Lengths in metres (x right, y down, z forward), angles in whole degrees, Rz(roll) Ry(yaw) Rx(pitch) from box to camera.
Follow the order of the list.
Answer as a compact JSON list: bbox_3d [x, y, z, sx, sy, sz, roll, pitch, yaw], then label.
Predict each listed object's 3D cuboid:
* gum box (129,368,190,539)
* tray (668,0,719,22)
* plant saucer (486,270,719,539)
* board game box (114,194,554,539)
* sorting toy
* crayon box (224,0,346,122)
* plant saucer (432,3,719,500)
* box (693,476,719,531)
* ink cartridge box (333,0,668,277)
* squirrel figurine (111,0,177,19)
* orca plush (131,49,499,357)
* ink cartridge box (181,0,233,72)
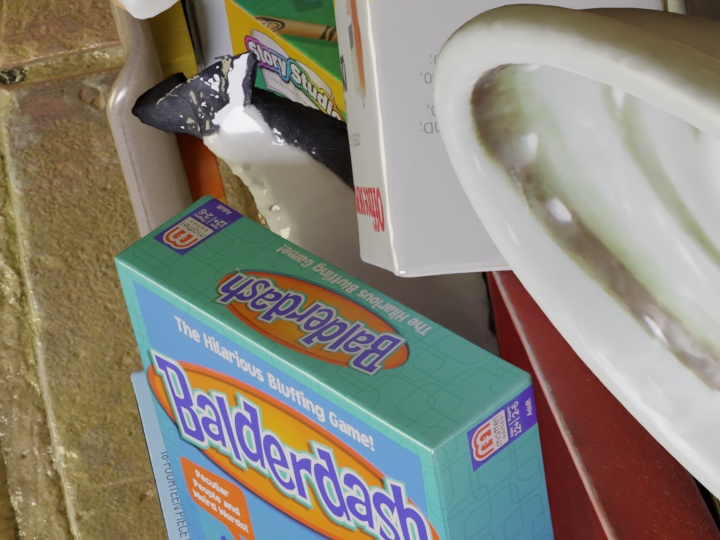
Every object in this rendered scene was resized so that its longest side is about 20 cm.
[{"bbox_3d":[0.015,0.104,1.152,0.045,0.200,0.170,128,128,-87],"label":"gum box"},{"bbox_3d":[0.096,-0.077,0.799,0.107,0.022,0.200,-120,18,-71],"label":"tray"},{"bbox_3d":[0.089,0.121,0.791,0.200,0.037,0.200,-111,8,-55],"label":"plant saucer"},{"bbox_3d":[0.000,0.090,0.862,0.152,0.045,0.200,29,142,41],"label":"board game box"},{"bbox_3d":[-0.087,-0.100,1.091,0.185,0.036,0.200,82,177,-57],"label":"sorting toy"},{"bbox_3d":[0.033,-0.031,0.992,0.200,0.058,0.119,40,151,38],"label":"crayon box"},{"bbox_3d":[0.102,0.010,0.526,0.200,0.050,0.200,42,168,11],"label":"plant saucer"},{"bbox_3d":[0.133,0.094,0.686,0.161,0.049,0.200,87,169,-53],"label":"box"},{"bbox_3d":[0.033,-0.100,0.737,0.145,0.083,0.200,-148,52,-86],"label":"ink cartridge box"},{"bbox_3d":[0.035,-0.098,0.471,0.200,0.186,0.142,114,142,-82],"label":"squirrel figurine"},{"bbox_3d":[0.000,0.000,0.927,0.200,0.105,0.071,40,-159,-14],"label":"orca plush"},{"bbox_3d":[-0.019,-0.176,1.121,0.083,0.145,0.200,82,173,-46],"label":"ink cartridge box"}]
